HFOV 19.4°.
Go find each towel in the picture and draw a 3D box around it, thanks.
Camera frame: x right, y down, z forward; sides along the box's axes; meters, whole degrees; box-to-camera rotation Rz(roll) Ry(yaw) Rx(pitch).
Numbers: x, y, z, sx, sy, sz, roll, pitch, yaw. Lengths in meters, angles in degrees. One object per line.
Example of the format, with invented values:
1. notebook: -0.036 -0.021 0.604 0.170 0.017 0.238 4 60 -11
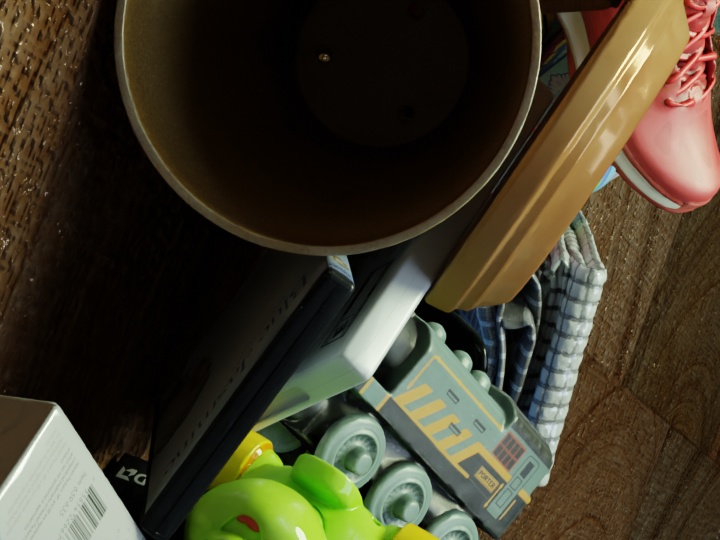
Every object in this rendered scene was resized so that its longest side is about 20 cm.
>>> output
1. towel: 0.096 0.040 1.425 0.200 0.085 0.166 -91 -166 -71

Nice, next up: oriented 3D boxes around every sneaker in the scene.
1. sneaker: 0.171 -0.128 1.125 0.078 0.115 0.200 -46 113 -43

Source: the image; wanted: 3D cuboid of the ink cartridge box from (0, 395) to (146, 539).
1. ink cartridge box: -0.140 0.161 0.907 0.116 0.067 0.200 -60 140 -36

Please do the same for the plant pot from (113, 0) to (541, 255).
1. plant pot: 0.000 -0.104 1.000 0.200 0.186 0.187 -17 125 -81

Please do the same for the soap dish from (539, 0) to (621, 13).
1. soap dish: 0.107 -0.216 1.006 0.200 0.081 0.158 55 56 -79

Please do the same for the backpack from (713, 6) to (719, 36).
1. backpack: 0.229 -0.239 1.506 0.200 0.153 0.176 -50 158 -32

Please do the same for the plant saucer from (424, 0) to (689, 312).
1. plant saucer: 0.101 -0.058 1.023 0.200 0.037 0.200 -55 179 -1

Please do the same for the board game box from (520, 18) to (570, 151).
1. board game box: 0.119 -0.121 1.310 0.199 0.041 0.200 -38 -171 44

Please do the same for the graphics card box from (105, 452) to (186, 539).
1. graphics card box: -0.145 0.201 1.043 0.200 0.051 0.126 -52 152 -41

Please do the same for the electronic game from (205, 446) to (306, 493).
1. electronic game: -0.057 0.133 1.219 0.200 0.042 0.200 15 90 -71

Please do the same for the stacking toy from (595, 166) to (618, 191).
1. stacking toy: 0.129 -0.075 1.413 0.200 0.085 0.086 -43 147 -65

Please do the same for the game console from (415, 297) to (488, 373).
1. game console: 0.050 0.082 1.358 0.176 0.116 0.200 -40 144 -55

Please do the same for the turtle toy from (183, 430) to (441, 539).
1. turtle toy: -0.036 0.148 1.011 0.101 0.146 0.200 -53 158 -24

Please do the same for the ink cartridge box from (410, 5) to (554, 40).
1. ink cartridge box: 0.068 -0.213 1.188 0.176 0.084 0.200 -63 159 -19

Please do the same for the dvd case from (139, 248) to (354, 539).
1. dvd case: -0.055 0.039 0.998 0.143 0.018 0.200 -53 -170 7

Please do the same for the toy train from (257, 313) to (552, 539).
1. toy train: 0.025 0.091 1.172 0.114 0.085 0.200 -50 131 -9

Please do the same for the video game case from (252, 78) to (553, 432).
1. video game case: 0.000 0.000 1.075 0.182 0.023 0.200 -29 -157 55
